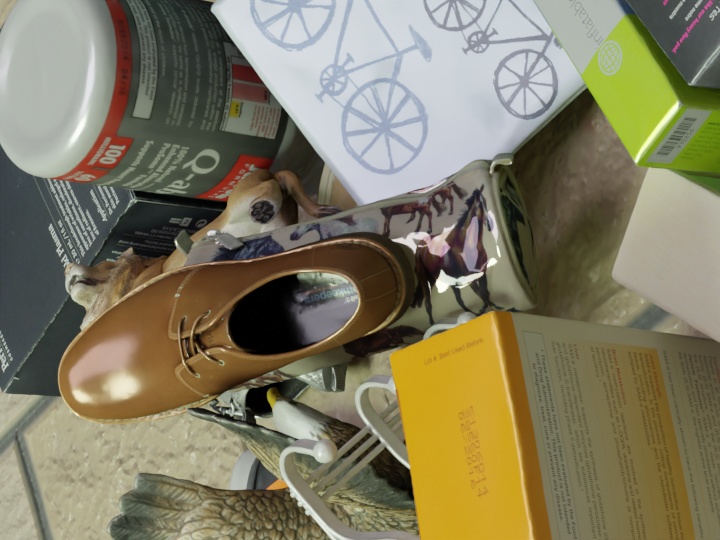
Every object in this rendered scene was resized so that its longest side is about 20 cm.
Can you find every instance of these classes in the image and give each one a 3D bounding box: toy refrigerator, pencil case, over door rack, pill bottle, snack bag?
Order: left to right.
[{"bbox_3d":[-0.103,-0.101,1.471,0.116,0.200,0.116,-9,78,49],"label":"pill bottle"},{"bbox_3d":[0.000,0.000,1.323,0.200,0.078,0.090,-16,111,19],"label":"pencil case"},{"bbox_3d":[0.038,-0.140,1.367,0.200,0.021,0.189,-42,71,15],"label":"snack bag"},{"bbox_3d":[0.066,0.132,1.229,0.067,0.148,0.200,-29,96,43],"label":"over door rack"},{"bbox_3d":[0.216,0.013,1.176,0.200,0.076,0.070,33,111,47],"label":"toy refrigerator"}]

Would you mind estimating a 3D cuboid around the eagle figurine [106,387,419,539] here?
[{"bbox_3d":[-0.016,0.114,1.334,0.151,0.200,0.152,9,111,43],"label":"eagle figurine"}]

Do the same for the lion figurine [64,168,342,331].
[{"bbox_3d":[-0.085,-0.006,1.450,0.200,0.073,0.123,-32,20,19],"label":"lion figurine"}]

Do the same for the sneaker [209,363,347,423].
[{"bbox_3d":[-0.083,0.060,1.525,0.200,0.075,0.082,-23,67,46],"label":"sneaker"}]

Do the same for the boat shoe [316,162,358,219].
[{"bbox_3d":[0.029,-0.067,1.409,0.066,0.074,0.200,21,102,55],"label":"boat shoe"}]

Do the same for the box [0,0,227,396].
[{"bbox_3d":[-0.180,-0.051,1.632,0.182,0.104,0.200,-51,50,32],"label":"box"}]

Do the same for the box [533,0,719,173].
[{"bbox_3d":[0.142,-0.132,1.243,0.048,0.122,0.200,-54,49,34],"label":"box"}]

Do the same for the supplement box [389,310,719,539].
[{"bbox_3d":[0.114,0.095,1.191,0.073,0.200,0.126,-25,66,41],"label":"supplement box"}]

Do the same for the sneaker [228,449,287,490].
[{"bbox_3d":[-0.028,0.191,1.445,0.112,0.077,0.200,-11,78,50],"label":"sneaker"}]

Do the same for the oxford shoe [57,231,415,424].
[{"bbox_3d":[-0.075,0.030,1.275,0.200,0.071,0.071,-22,92,21],"label":"oxford shoe"}]

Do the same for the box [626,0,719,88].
[{"bbox_3d":[0.219,-0.185,1.150,0.200,0.132,0.115,-52,53,33],"label":"box"}]
